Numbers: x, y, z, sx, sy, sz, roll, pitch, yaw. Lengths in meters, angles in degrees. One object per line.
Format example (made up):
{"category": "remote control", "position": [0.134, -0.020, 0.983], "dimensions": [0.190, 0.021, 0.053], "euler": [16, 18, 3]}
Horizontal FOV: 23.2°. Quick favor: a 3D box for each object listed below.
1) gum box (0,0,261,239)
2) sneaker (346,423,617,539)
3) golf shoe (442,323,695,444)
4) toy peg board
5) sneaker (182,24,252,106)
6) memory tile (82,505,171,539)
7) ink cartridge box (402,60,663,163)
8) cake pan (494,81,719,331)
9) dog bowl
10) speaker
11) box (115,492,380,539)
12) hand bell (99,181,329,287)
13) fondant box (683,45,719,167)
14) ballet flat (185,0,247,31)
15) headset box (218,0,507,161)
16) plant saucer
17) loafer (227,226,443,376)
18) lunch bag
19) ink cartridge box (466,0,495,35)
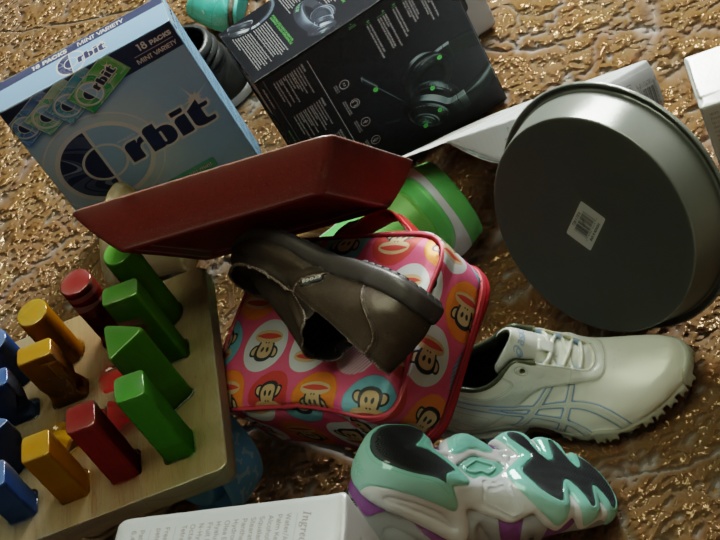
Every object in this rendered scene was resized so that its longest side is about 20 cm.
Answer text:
{"category": "gum box", "position": [-0.202, -0.126, 1.564], "dimensions": [0.170, 0.200, 0.045], "euler": [-27, 45, 5]}
{"category": "sneaker", "position": [0.071, 0.183, 1.232], "dimensions": [0.078, 0.200, 0.140], "euler": [-104, 32, -53]}
{"category": "golf shoe", "position": [0.141, 0.076, 1.277], "dimensions": [0.200, 0.097, 0.078], "euler": [-15, 46, 15]}
{"category": "toy peg board", "position": [-0.208, 0.083, 1.280], "dimensions": [0.199, 0.098, 0.200], "euler": [-21, 45, 10]}
{"category": "sneaker", "position": [-0.201, -0.157, 1.664], "dimensions": [0.200, 0.099, 0.071], "euler": [-40, 47, -5]}
{"category": "memory tile", "position": [-0.184, 0.127, 1.468], "dimensions": [0.153, 0.017, 0.200], "euler": [-25, 46, 8]}
{"category": "ink cartridge box", "position": [0.132, -0.108, 1.421], "dimensions": [0.200, 0.050, 0.162], "euler": [-21, 5, 27]}
{"category": "cake pan", "position": [0.178, -0.039, 1.284], "dimensions": [0.200, 0.200, 0.037], "euler": [15, 36, 37]}
{"category": "dog bowl", "position": [-0.156, 0.131, 1.366], "dimensions": [0.200, 0.112, 0.050], "euler": [18, 50, 39]}
{"category": "speaker", "position": [0.000, 0.000, 1.428], "dimensions": [0.200, 0.088, 0.088], "euler": [-38, 45, -5]}
{"category": "box", "position": [-0.058, 0.282, 1.134], "dimensions": [0.171, 0.199, 0.200], "euler": [-9, 49, 21]}
{"category": "hand bell", "position": [-0.117, -0.028, 1.532], "dimensions": [0.200, 0.104, 0.104], "euler": [-1, 52, 13]}
{"category": "fondant box", "position": [0.327, -0.089, 1.241], "dimensions": [0.144, 0.200, 0.058], "euler": [-19, 46, 13]}
{"category": "ballet flat", "position": [-0.132, -0.328, 1.788], "dimensions": [0.070, 0.067, 0.200], "euler": [12, 58, 10]}
{"category": "headset box", "position": [0.010, -0.180, 1.512], "dimensions": [0.200, 0.174, 0.093], "euler": [-35, 44, -1]}
{"category": "plant saucer", "position": [-0.077, -0.046, 1.275], "dimensions": [0.199, 0.200, 0.037], "euler": [-15, 84, 17]}
{"category": "loafer", "position": [-0.033, 0.022, 1.210], "dimensions": [0.200, 0.073, 0.071], "euler": [16, 74, 50]}
{"category": "lunch bag", "position": [-0.006, 0.038, 1.288], "dimensions": [0.200, 0.082, 0.176], "euler": [1, 66, 44]}
{"category": "ink cartridge box", "position": [0.006, -0.287, 1.628], "dimensions": [0.145, 0.145, 0.200], "euler": [-32, 45, 0]}
